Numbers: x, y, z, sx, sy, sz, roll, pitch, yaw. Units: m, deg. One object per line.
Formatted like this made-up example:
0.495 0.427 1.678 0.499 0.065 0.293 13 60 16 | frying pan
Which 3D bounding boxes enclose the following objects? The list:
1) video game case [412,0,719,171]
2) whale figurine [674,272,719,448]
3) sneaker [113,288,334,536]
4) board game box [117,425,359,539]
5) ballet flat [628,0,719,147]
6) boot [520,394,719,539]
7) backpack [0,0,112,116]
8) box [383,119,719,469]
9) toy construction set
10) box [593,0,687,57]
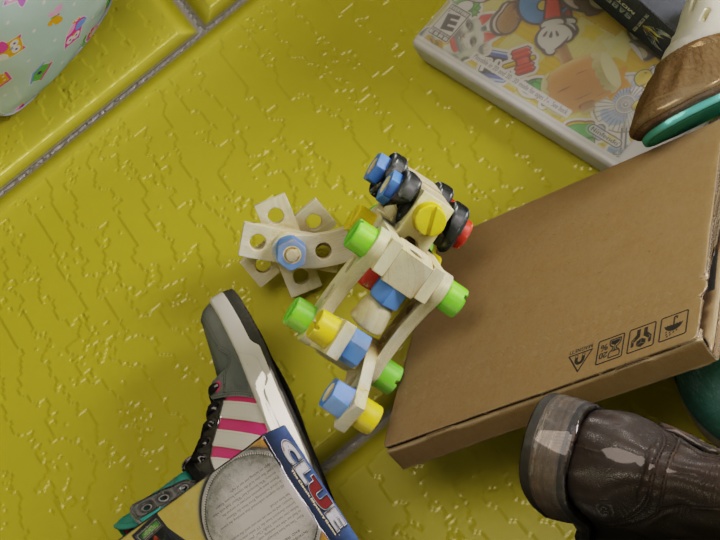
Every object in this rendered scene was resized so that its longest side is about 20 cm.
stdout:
0.159 -0.160 1.041 0.200 0.023 0.182 36 81 34 | video game case
0.222 0.001 0.874 0.158 0.104 0.201 -5 59 15 | whale figurine
-0.087 0.114 0.966 0.120 0.084 0.201 -23 57 -1 | sneaker
-0.083 0.193 0.884 0.199 0.035 0.136 -36 83 18 | board game box
0.224 -0.132 0.936 0.199 0.068 0.073 -21 83 -12 | ballet flat
0.179 0.113 0.769 0.173 0.200 0.070 11 83 30 | boot
-0.254 -0.220 1.161 0.153 0.176 0.201 29 76 15 | backpack
0.108 0.012 0.903 0.199 0.021 0.164 -24 34 36 | box
0.000 0.000 0.965 0.132 0.092 0.200 -57 26 8 | toy construction set
0.189 -0.249 0.991 0.157 0.051 0.200 40 83 2 | box
